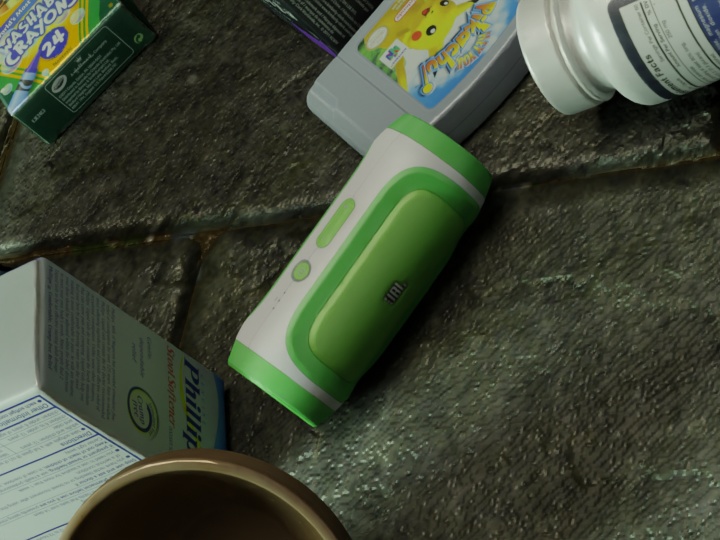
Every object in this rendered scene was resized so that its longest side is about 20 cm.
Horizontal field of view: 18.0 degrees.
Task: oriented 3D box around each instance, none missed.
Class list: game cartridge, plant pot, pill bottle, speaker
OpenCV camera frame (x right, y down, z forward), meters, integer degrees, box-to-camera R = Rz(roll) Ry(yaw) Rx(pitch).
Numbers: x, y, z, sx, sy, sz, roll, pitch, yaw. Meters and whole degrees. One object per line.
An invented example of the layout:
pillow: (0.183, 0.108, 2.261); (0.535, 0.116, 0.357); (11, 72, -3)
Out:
game cartridge: (0.062, -0.159, 1.575); (0.200, 0.040, 0.133); (-49, 47, 1)
plant pot: (-0.083, 0.196, 1.382); (0.200, 0.201, 0.093); (-32, 5, 19)
pill bottle: (0.201, -0.169, 1.410); (0.199, 0.111, 0.112); (-21, 51, 28)
speaker: (0.000, 0.000, 1.480); (0.088, 0.088, 0.201); (31, 84, 46)

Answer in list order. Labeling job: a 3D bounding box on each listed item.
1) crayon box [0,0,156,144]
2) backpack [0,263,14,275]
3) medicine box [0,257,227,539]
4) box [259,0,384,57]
crayon box: (-0.259, -0.208, 1.861); (0.126, 0.052, 0.200); (-45, 43, 6)
backpack: (-0.338, 0.051, 1.642); (0.134, 0.200, 0.184); (-23, 50, 25)
medicine box: (-0.216, 0.106, 1.504); (0.181, 0.200, 0.104); (-23, 52, 26)
box: (-0.003, -0.270, 1.651); (0.200, 0.106, 0.122); (-51, 44, -1)
